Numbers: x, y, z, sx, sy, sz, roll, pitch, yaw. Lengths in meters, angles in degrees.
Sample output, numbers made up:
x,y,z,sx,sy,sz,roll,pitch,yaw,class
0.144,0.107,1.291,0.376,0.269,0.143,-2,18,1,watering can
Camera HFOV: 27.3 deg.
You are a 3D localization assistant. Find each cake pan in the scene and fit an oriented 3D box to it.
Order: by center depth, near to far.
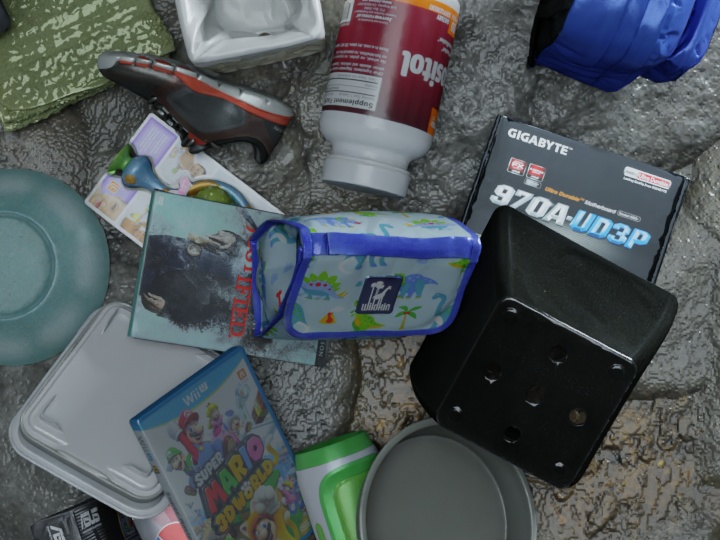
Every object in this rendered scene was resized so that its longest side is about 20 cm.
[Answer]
x,y,z,sx,sy,sz,roll,pitch,yaw,class
0.078,0.241,1.414,0.200,0.037,0.201,7,75,-29,cake pan

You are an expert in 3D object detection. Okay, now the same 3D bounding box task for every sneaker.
x,y,z,sx,sy,sz,roll,pitch,yaw,class
-0.168,-0.156,1.456,0.199,0.077,0.082,18,100,-13,sneaker

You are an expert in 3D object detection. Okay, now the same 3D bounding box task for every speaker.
x,y,z,sx,sy,sz,roll,pitch,yaw,class
0.002,0.261,1.437,0.088,0.088,0.201,-19,88,2,speaker

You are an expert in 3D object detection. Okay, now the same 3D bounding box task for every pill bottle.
x,y,z,sx,sy,sz,roll,pitch,yaw,class
0.024,-0.176,1.444,0.113,0.113,0.201,12,89,3,pill bottle

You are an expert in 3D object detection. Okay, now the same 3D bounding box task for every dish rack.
x,y,z,sx,sy,sz,roll,pitch,yaw,class
-0.220,0.123,1.422,0.171,0.044,0.200,29,52,3,dish rack

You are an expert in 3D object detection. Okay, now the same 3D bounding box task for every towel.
x,y,z,sx,sy,sz,roll,pitch,yaw,class
-0.299,-0.240,1.502,0.199,0.036,0.149,-23,86,3,towel

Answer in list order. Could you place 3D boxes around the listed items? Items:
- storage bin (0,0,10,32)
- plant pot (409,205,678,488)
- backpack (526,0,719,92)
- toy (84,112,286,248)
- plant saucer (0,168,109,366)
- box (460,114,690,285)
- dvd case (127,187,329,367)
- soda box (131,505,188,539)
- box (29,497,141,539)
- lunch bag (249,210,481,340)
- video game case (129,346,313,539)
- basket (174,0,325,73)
x,y,z,sx,sy,sz,roll,pitch,yaw,class
-0.433,-0.299,1.440,0.145,0.134,0.200,-30,64,2,storage bin
0.164,0.087,1.364,0.200,0.177,0.200,28,107,0,plant pot
0.257,-0.261,1.392,0.167,0.200,0.163,15,88,4,backpack
-0.168,-0.054,1.480,0.200,0.047,0.115,37,91,4,toy
-0.354,-0.004,1.492,0.200,0.039,0.202,0,87,4,plant saucer
0.203,-0.046,1.461,0.199,0.046,0.159,19,89,4,box
-0.118,0.010,1.453,0.199,0.022,0.147,11,87,-20,dvd case
-0.159,0.291,1.453,0.063,0.070,0.200,-26,87,2,soda box
-0.238,0.294,1.392,0.044,0.200,0.161,-18,86,4,box
0.000,0.000,1.368,0.169,0.200,0.128,-1,76,-18,lunch bag
-0.123,0.193,1.411,0.143,0.018,0.201,-35,107,-39,video game case
-0.113,-0.299,1.451,0.135,0.123,0.201,-11,86,3,basket
